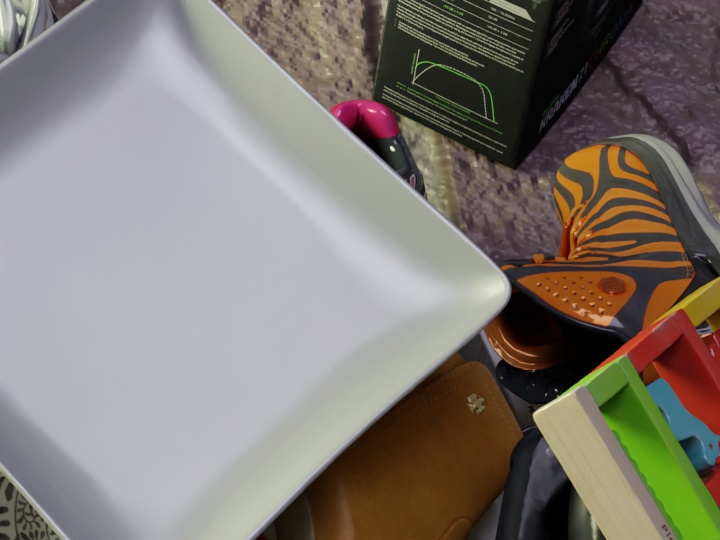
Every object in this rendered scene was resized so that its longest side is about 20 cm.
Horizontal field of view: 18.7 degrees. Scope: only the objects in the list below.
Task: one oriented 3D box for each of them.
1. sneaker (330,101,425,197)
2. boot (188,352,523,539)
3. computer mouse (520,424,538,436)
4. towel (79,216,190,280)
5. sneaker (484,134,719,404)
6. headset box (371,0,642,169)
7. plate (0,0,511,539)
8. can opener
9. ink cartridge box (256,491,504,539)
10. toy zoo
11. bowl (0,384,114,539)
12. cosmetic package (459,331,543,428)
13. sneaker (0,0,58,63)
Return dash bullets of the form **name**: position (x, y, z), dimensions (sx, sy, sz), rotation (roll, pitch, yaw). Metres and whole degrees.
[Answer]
- **sneaker**: position (0.000, 0.000, 1.013), dimensions (0.080, 0.075, 0.200), rotation (-2, 38, -11)
- **boot**: position (0.021, 0.107, 0.840), dimensions (0.144, 0.071, 0.201), rotation (-26, 78, -39)
- **computer mouse**: position (0.141, 0.133, 0.861), dimensions (0.109, 0.044, 0.200), rotation (-7, 45, -21)
- **towel**: position (-0.144, 0.035, 0.911), dimensions (0.147, 0.200, 0.050), rotation (11, 61, 2)
- **sneaker**: position (0.100, -0.003, 0.971), dimensions (0.112, 0.078, 0.200), rotation (-9, 24, -13)
- **headset box**: position (0.096, -0.189, 1.141), dimensions (0.093, 0.200, 0.174), rotation (27, 50, 15)
- **plate**: position (-0.077, 0.003, 0.803), dimensions (0.200, 0.032, 0.200), rotation (43, 60, 11)
- **can opener**: position (0.068, 0.146, 0.793), dimensions (0.063, 0.079, 0.200), rotation (8, 66, 11)
- **ink cartridge box**: position (0.044, 0.163, 0.901), dimensions (0.200, 0.083, 0.146), rotation (19, 49, 7)
- **toy zoo**: position (0.144, 0.075, 0.813), dimensions (0.131, 0.020, 0.200), rotation (59, 32, 1)
- **bowl**: position (-0.133, 0.116, 0.872), dimensions (0.201, 0.201, 0.094), rotation (37, 29, 22)
- **cosmetic package**: position (0.152, 0.039, 1.050), dimensions (0.199, 0.051, 0.083), rotation (-10, 52, -17)
- **sneaker**: position (-0.186, -0.122, 1.094), dimensions (0.075, 0.115, 0.200), rotation (2, 49, -7)
